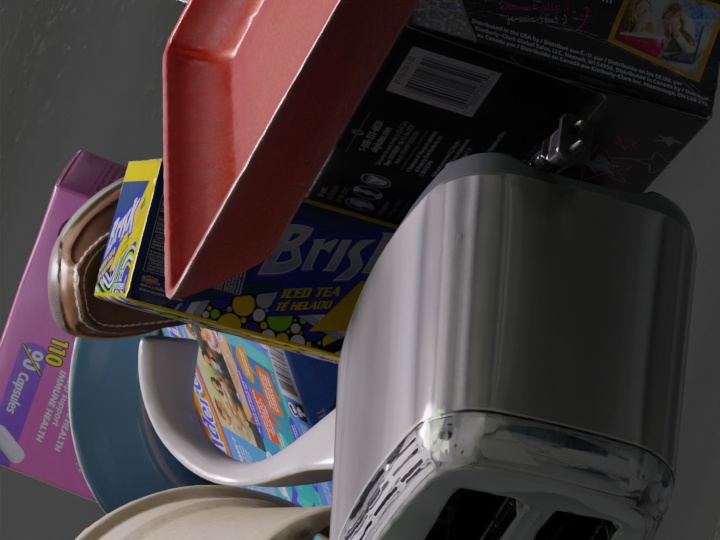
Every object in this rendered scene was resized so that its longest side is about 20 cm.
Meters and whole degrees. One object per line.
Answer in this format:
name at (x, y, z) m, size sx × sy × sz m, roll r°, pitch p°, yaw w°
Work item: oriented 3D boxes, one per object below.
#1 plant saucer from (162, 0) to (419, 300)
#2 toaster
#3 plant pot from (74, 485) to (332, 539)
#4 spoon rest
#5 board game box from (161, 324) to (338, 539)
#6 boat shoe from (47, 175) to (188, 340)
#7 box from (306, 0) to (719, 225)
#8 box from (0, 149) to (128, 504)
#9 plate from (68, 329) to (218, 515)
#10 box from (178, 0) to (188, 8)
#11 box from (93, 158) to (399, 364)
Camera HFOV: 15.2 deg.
plant saucer at (-0.020, -0.111, 1.063) m, size 0.200 × 0.037 × 0.200 m, roll -59°, pitch 20°, yaw 28°
toaster at (0.055, 0.052, 0.975) m, size 0.200 × 0.113 × 0.130 m, roll 119°, pitch 161°, yaw -53°
plant pot at (-0.030, 0.178, 1.149) m, size 0.183 × 0.200 × 0.201 m, roll -29°, pitch 44°, yaw 63°
spoon rest at (-0.014, 0.075, 1.193) m, size 0.099 × 0.199 × 0.061 m, roll 6°, pitch -84°, yaw -55°
board game box at (-0.038, 0.069, 1.353) m, size 0.200 × 0.045 × 0.153 m, roll 26°, pitch 138°, yaw 61°
boat shoe at (-0.054, -0.016, 1.233) m, size 0.072 × 0.200 × 0.076 m, roll 6°, pitch 111°, yaw 47°
box at (0.064, -0.096, 1.119) m, size 0.200 × 0.132 × 0.115 m, roll 124°, pitch 161°, yaw -67°
box at (-0.112, 0.052, 1.609) m, size 0.097 × 0.199 × 0.177 m, roll -81°, pitch 13°, yaw -74°
plate at (-0.075, 0.059, 1.475) m, size 0.026 × 0.200 × 0.201 m, roll 8°, pitch 80°, yaw 44°
box at (0.004, -0.196, 1.553) m, size 0.047 × 0.200 × 0.194 m, roll 21°, pitch 84°, yaw 41°
box at (-0.009, 0.008, 1.171) m, size 0.070 × 0.199 × 0.065 m, roll -178°, pitch 104°, yaw -73°
